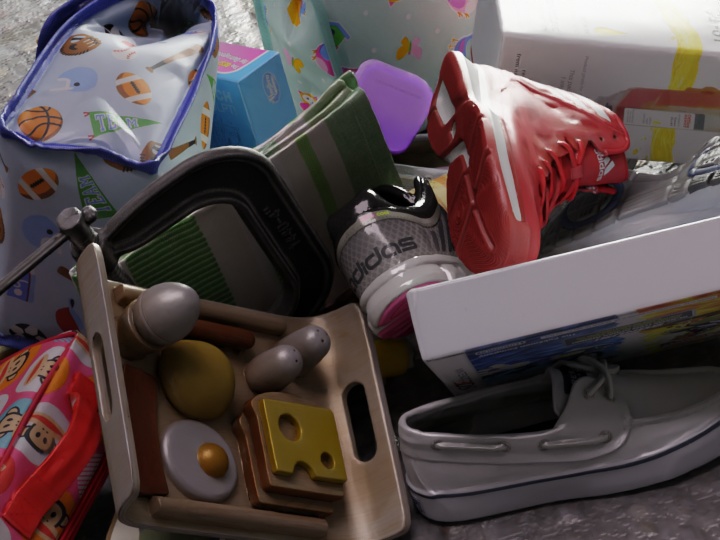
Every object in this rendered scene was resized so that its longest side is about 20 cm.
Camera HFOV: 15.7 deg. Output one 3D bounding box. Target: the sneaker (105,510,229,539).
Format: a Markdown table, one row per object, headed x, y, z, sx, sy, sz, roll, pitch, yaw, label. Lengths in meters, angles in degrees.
| x | y | z | sx | sy | sz | roll | pitch | yaw | label |
| --- | --- | --- | --- | --- | --- | --- | --- | --- | --- |
| -0.091 | 0.145 | 1.442 | 0.089 | 0.067 | 0.200 | 5 | 23 | -1 | sneaker |

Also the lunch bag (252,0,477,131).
| x | y | z | sx | sy | sz | roll | pitch | yaw | label |
| --- | --- | --- | --- | --- | --- | --- | --- | --- | --- |
| 0.013 | -0.200 | 1.810 | 0.170 | 0.201 | 0.122 | -30 | 33 | -20 | lunch bag |

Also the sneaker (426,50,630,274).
| x | y | z | sx | sy | sz | roll | pitch | yaw | label |
| --- | --- | --- | --- | --- | --- | --- | --- | --- | --- |
| 0.109 | -0.060 | 1.487 | 0.115 | 0.079 | 0.200 | 8 | 35 | -13 | sneaker |

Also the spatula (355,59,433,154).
| x | y | z | sx | sy | sz | roll | pitch | yaw | label |
| --- | --- | --- | --- | --- | --- | --- | --- | --- | --- |
| -0.012 | -0.044 | 1.663 | 0.056 | 0.021 | 0.201 | 21 | 77 | 13 | spatula |

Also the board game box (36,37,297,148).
| x | y | z | sx | sy | sz | roll | pitch | yaw | label |
| --- | --- | --- | --- | --- | --- | --- | --- | --- | --- |
| -0.116 | -0.084 | 1.729 | 0.200 | 0.153 | 0.040 | 14 | 42 | 42 | board game box |

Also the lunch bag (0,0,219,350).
| x | y | z | sx | sy | sz | roll | pitch | yaw | label |
| --- | --- | --- | --- | --- | --- | --- | --- | --- | --- |
| -0.148 | -0.066 | 1.574 | 0.123 | 0.170 | 0.200 | 16 | 41 | 7 | lunch bag |

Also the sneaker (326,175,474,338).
| x | y | z | sx | sy | sz | roll | pitch | yaw | label |
| --- | --- | --- | --- | --- | --- | --- | --- | --- | --- |
| 0.039 | -0.013 | 1.529 | 0.074 | 0.088 | 0.200 | -36 | -13 | 20 | sneaker |

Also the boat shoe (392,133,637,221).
| x | y | z | sx | sy | sz | roll | pitch | yaw | label |
| --- | --- | --- | --- | --- | --- | --- | --- | --- | --- |
| 0.079 | -0.069 | 1.695 | 0.201 | 0.065 | 0.075 | -9 | 32 | 12 | boat shoe |

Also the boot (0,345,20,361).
| x | y | z | sx | sy | sz | roll | pitch | yaw | label |
| --- | --- | --- | --- | --- | --- | --- | --- | --- | --- |
| -0.202 | 0.030 | 1.657 | 0.200 | 0.073 | 0.155 | -28 | 36 | -26 | boot |

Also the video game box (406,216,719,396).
| x | y | z | sx | sy | sz | roll | pitch | yaw | label |
| --- | --- | --- | --- | --- | --- | --- | --- | --- | --- |
| 0.134 | 0.021 | 1.442 | 0.199 | 0.047 | 0.182 | -14 | -8 | 6 | video game box |

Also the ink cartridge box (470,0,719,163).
| x | y | z | sx | sy | sz | roll | pitch | yaw | label |
| --- | --- | --- | --- | --- | --- | --- | --- | --- | --- |
| 0.177 | -0.137 | 1.673 | 0.199 | 0.084 | 0.145 | 5 | 30 | -5 | ink cartridge box |

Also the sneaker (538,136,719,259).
| x | y | z | sx | sy | sz | roll | pitch | yaw | label |
| --- | --- | --- | --- | --- | --- | --- | --- | --- | --- |
| 0.185 | -0.019 | 1.558 | 0.200 | 0.087 | 0.075 | -17 | 27 | 39 | sneaker |

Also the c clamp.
| x | y | z | sx | sy | sz | roll | pitch | yaw | label |
| --- | --- | --- | --- | --- | --- | --- | --- | --- | --- |
| -0.104 | 0.007 | 1.450 | 0.171 | 0.200 | 0.027 | -41 | 51 | 1 | c clamp |

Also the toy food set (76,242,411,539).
| x | y | z | sx | sy | sz | roll | pitch | yaw | label |
| --- | --- | --- | --- | --- | --- | --- | --- | --- | --- |
| -0.060 | 0.067 | 1.396 | 0.060 | 0.200 | 0.144 | -34 | 57 | 37 | toy food set |

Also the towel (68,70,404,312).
| x | y | z | sx | sy | sz | roll | pitch | yaw | label |
| --- | --- | --- | --- | --- | --- | --- | --- | --- | --- |
| -0.064 | -0.011 | 1.513 | 0.200 | 0.153 | 0.023 | -36 | 52 | -12 | towel |

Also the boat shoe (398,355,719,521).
| x | y | z | sx | sy | sz | roll | pitch | yaw | label |
| --- | --- | --- | --- | --- | --- | --- | --- | --- | --- |
| 0.119 | 0.082 | 1.429 | 0.199 | 0.066 | 0.074 | -17 | 30 | 0 | boat shoe |

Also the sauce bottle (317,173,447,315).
| x | y | z | sx | sy | sz | roll | pitch | yaw | label |
| --- | --- | --- | --- | --- | --- | --- | --- | --- | --- |
| 0.000 | 0.000 | 1.615 | 0.200 | 0.066 | 0.066 | -26 | 32 | -20 | sauce bottle |

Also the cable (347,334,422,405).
| x | y | z | sx | sy | sz | roll | pitch | yaw | label |
| --- | --- | --- | --- | --- | --- | --- | --- | --- | --- |
| -0.055 | 0.060 | 1.516 | 0.200 | 0.051 | 0.097 | -10 | 15 | -42 | cable |

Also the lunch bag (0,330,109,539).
| x | y | z | sx | sy | sz | roll | pitch | yaw | label |
| --- | --- | --- | --- | --- | --- | --- | --- | --- | --- |
| -0.204 | 0.123 | 1.446 | 0.176 | 0.082 | 0.200 | -30 | 22 | 37 | lunch bag |
